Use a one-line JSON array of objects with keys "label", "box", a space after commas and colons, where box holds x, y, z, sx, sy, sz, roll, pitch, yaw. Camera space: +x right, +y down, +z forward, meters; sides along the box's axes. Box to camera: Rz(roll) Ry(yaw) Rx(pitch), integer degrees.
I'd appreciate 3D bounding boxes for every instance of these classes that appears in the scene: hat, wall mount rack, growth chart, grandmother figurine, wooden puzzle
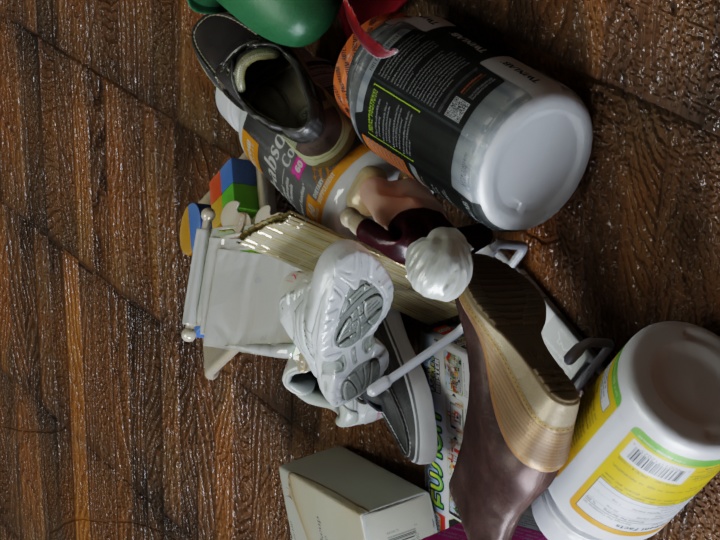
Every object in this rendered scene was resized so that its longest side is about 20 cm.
[{"label": "hat", "box": [-0.032, -0.194, 1.638, 0.166, 0.200, 0.176, -38, 77, 24]}, {"label": "wall mount rack", "box": [0.107, 0.078, 1.624, 0.200, 0.074, 0.174, 50, 118, 27]}, {"label": "growth chart", "box": [-0.085, 0.015, 1.814, 0.199, 0.018, 0.145, 13, 85, 38]}, {"label": "grandmother figurine", "box": [0.047, -0.029, 1.559, 0.200, 0.121, 0.061, -113, 16, -67]}, {"label": "wooden puzzle", "box": [-0.129, -0.015, 1.936, 0.200, 0.046, 0.186, 133, 136, -55]}]

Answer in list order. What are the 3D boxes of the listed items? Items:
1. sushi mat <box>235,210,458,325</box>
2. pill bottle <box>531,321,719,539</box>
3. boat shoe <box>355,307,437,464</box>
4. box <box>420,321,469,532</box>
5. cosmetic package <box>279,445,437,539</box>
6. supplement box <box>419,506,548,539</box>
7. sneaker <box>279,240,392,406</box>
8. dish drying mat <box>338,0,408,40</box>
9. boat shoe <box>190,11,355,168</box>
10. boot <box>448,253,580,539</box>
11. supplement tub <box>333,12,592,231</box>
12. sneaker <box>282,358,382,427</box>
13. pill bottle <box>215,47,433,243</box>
[{"label": "sushi mat", "box": [0.000, 0.000, 1.702, 0.096, 0.199, 0.012, -22, 49, 59]}, {"label": "pill bottle", "box": [0.204, 0.134, 1.510, 0.111, 0.111, 0.200, 58, 145, 21]}, {"label": "boat shoe", "box": [0.012, 0.084, 1.766, 0.070, 0.066, 0.201, 105, 151, -59]}, {"label": "box", "box": [0.100, 0.155, 1.743, 0.110, 0.035, 0.201, 26, 125, 48]}, {"label": "cosmetic package", "box": [0.001, 0.237, 1.861, 0.200, 0.073, 0.104, 14, 118, 65]}, {"label": "supplement box", "box": [0.106, 0.264, 1.637, 0.103, 0.199, 0.102, 7, 111, 56]}, {"label": "sneaker", "box": [-0.032, 0.030, 1.650, 0.099, 0.078, 0.200, 46, 155, 23]}, {"label": "dish drying mat", "box": [0.029, -0.258, 1.669, 0.200, 0.018, 0.077, -38, 69, 57]}, {"label": "boat shoe", "box": [-0.079, -0.164, 1.677, 0.200, 0.073, 0.065, 41, 178, 34]}, {"label": "boot", "box": [0.094, 0.102, 1.548, 0.200, 0.072, 0.167, -115, 38, -46]}, {"label": "supplement tub", "box": [0.074, -0.122, 1.571, 0.200, 0.122, 0.123, 36, 133, 42]}, {"label": "sneaker", "box": [-0.040, 0.069, 1.850, 0.200, 0.099, 0.078, 43, 137, 37]}, {"label": "pill bottle", "box": [-0.034, -0.112, 1.741, 0.200, 0.116, 0.117, 45, 139, 34]}]
